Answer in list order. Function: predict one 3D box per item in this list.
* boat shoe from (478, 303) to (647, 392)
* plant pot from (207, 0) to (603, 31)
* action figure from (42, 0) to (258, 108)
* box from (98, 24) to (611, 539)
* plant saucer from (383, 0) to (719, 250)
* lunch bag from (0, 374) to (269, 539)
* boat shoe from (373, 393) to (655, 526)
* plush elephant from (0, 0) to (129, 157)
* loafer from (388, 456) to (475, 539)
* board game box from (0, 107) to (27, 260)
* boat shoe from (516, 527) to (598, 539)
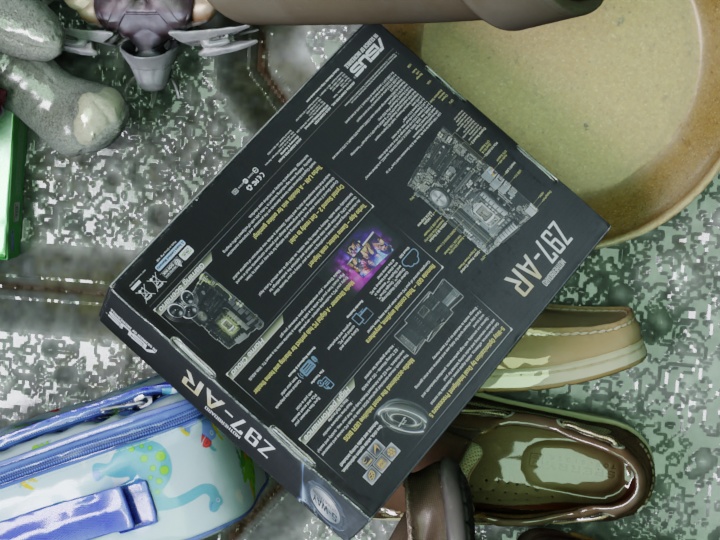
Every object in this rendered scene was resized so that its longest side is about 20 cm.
[{"bbox_3d":[0.046,0.023,0.994,0.198,0.074,0.070,-2,98,4],"label":"boat shoe"},{"bbox_3d":[0.005,-0.193,0.908,0.172,0.200,0.202,-14,93,28],"label":"plant pot"},{"bbox_3d":[-0.106,-0.185,0.998,0.129,0.069,0.202,-1,98,-2],"label":"action figure"},{"bbox_3d":[0.000,0.000,0.925,0.160,0.044,0.200,40,65,2],"label":"box"},{"bbox_3d":[0.103,-0.111,0.998,0.198,0.035,0.202,0,94,6],"label":"plant saucer"},{"bbox_3d":[-0.148,0.112,0.973,0.198,0.161,0.083,-19,93,7],"label":"lunch bag"},{"bbox_3d":[0.051,0.096,0.998,0.200,0.075,0.076,0,94,5],"label":"boat shoe"},{"bbox_3d":[-0.232,-0.094,0.936,0.164,0.155,0.201,-34,90,10],"label":"plush elephant"},{"bbox_3d":[0.012,0.186,0.930,0.070,0.073,0.202,10,95,4],"label":"loafer"},{"bbox_3d":[-0.242,-0.112,1.031,0.133,0.029,0.202,5,95,4],"label":"board game box"},{"bbox_3d":[0.161,0.187,0.999,0.199,0.072,0.073,27,97,-19],"label":"boat shoe"}]
